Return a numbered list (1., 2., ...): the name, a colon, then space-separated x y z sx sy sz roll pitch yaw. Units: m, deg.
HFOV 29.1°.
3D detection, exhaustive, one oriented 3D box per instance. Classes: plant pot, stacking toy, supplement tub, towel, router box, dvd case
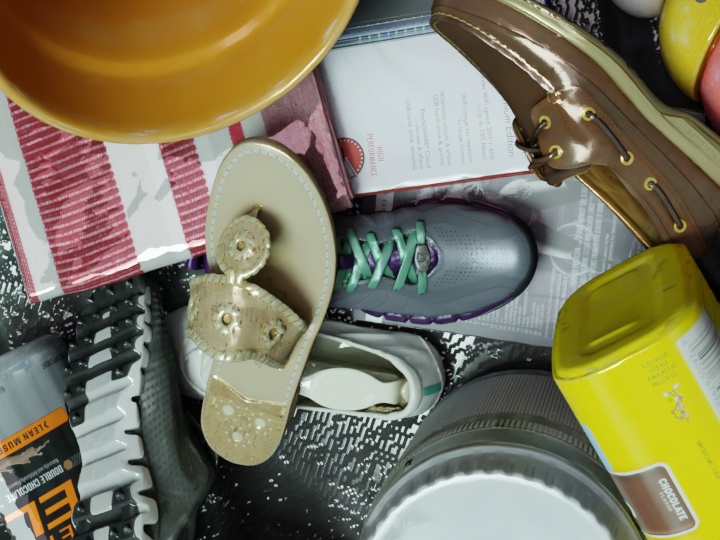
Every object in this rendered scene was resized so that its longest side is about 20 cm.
1. plant pot: -0.116 -0.200 0.702 0.199 0.200 0.184 -38 49 15
2. stacking toy: 0.209 -0.123 0.749 0.199 0.146 0.147 35 105 22
3. supplement tub: -0.198 0.153 0.872 0.121 0.122 0.202 -27 93 15
4. towel: -0.115 -0.077 0.789 0.197 0.023 0.146 -17 88 7
5. router box: 0.021 -0.147 0.801 0.177 0.049 0.203 -7 91 13
6. dvd case: 0.096 -0.031 0.830 0.197 0.016 0.151 8 101 13

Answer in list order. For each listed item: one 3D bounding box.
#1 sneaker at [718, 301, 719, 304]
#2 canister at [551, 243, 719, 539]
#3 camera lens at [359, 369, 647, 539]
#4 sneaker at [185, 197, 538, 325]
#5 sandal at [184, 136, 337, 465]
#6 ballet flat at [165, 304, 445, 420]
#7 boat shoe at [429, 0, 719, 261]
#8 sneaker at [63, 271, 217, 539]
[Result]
1. sneaker: 0.219 0.115 0.808 0.082 0.070 0.203 -1 101 33
2. canister: 0.175 0.100 0.683 0.086 0.149 0.201 -28 100 17
3. camera lens: 0.086 0.151 0.767 0.157 0.200 0.163 2 100 12
4. sneaker: 0.000 0.000 0.802 0.197 0.087 0.076 -2 97 24
5. sandal: -0.062 0.038 0.761 0.077 0.070 0.214 15 125 8
6. ballet flat: -0.047 0.058 0.852 0.197 0.069 0.071 6 100 12
7. boat shoe: 0.113 -0.076 0.723 0.199 0.072 0.068 37 86 -6
8. sneaker: -0.129 0.098 0.840 0.066 0.090 0.203 -20 62 31
